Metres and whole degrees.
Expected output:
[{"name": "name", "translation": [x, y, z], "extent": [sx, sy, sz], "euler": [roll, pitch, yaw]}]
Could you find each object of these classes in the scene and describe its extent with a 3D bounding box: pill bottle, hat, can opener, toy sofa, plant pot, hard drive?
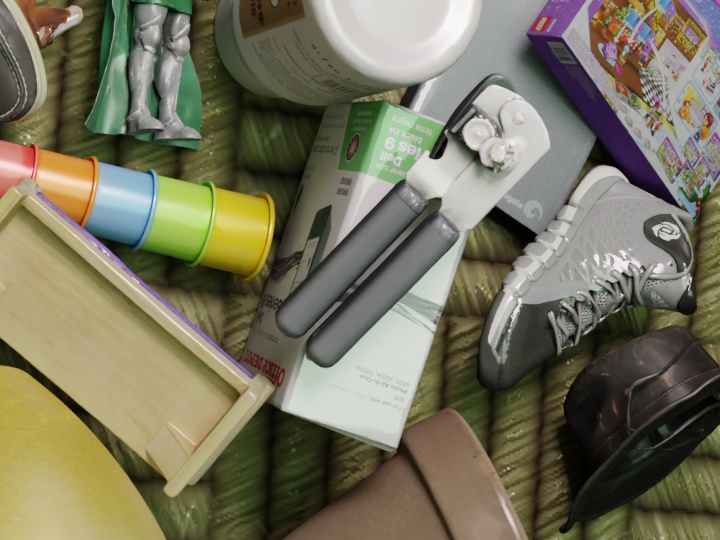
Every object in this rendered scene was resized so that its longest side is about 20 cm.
[{"name": "pill bottle", "translation": [-0.017, -0.163, 1.202], "extent": [0.114, 0.200, 0.115], "euler": [1, 88, -25]}, {"name": "hat", "translation": [0.192, 0.093, 1.328], "extent": [0.200, 0.201, 0.081], "euler": [-33, 72, -22]}, {"name": "can opener", "translation": [0.032, -0.028, 1.125], "extent": [0.053, 0.066, 0.200], "euler": [43, 92, -9]}, {"name": "toy sofa", "translation": [-0.153, 0.038, 1.154], "extent": [0.200, 0.098, 0.083], "euler": [40, 96, -1]}, {"name": "plant pot", "translation": [0.020, 0.211, 1.233], "extent": [0.174, 0.200, 0.201], "euler": [-22, 98, -6]}, {"name": "hard drive", "translation": [0.115, -0.140, 1.356], "extent": [0.139, 0.033, 0.201], "euler": [33, 76, -21]}, {"name": "plant pot", "translation": [-0.223, 0.142, 1.121], "extent": [0.199, 0.200, 0.143], "euler": [-11, 66, -25]}]

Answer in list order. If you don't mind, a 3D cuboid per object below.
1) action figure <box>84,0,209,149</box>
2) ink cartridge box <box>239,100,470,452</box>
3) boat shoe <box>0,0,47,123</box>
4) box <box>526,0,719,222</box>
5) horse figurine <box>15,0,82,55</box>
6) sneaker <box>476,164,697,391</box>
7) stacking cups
[{"name": "action figure", "translation": [-0.127, -0.184, 1.217], "extent": [0.118, 0.054, 0.202], "euler": [8, 82, -63]}, {"name": "ink cartridge box", "translation": [0.000, 0.000, 1.219], "extent": [0.084, 0.146, 0.201], "euler": [19, 88, -16]}, {"name": "boat shoe", "translation": [-0.265, -0.170, 1.147], "extent": [0.202, 0.072, 0.066], "euler": [58, 28, -7]}, {"name": "box", "translation": [0.212, -0.149, 1.366], "extent": [0.137, 0.039, 0.200], "euler": [-54, 127, -19]}, {"name": "horse figurine", "translation": [-0.216, -0.246, 1.195], "extent": [0.132, 0.050, 0.201], "euler": [-40, 107, -27]}, {"name": "sneaker", "translation": [0.168, 0.017, 1.313], "extent": [0.115, 0.075, 0.200], "euler": [24, 60, 22]}, {"name": "stacking cups", "translation": [-0.154, -0.042, 1.210], "extent": [0.199, 0.060, 0.061], "euler": [13, 83, -25]}]
